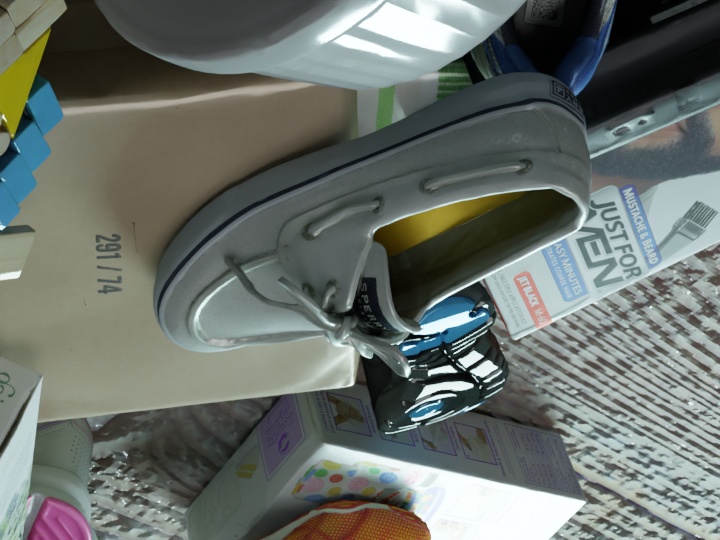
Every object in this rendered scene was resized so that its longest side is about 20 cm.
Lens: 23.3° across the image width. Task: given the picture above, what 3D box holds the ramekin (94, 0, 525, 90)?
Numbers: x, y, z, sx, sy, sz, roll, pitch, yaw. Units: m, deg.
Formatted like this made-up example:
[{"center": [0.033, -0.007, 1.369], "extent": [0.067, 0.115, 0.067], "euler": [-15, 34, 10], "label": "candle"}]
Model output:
[{"center": [-0.005, -0.158, 0.621], "extent": [0.202, 0.203, 0.094], "euler": [-42, 145, 26], "label": "ramekin"}]

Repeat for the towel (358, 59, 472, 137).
[{"center": [0.058, -0.051, 0.885], "extent": [0.199, 0.023, 0.153], "euler": [-6, 137, -10], "label": "towel"}]

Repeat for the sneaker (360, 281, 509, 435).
[{"center": [0.031, 0.023, 0.892], "extent": [0.073, 0.082, 0.200], "euler": [-20, 157, -9], "label": "sneaker"}]

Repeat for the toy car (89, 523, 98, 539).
[{"center": [-0.189, 0.201, 0.977], "extent": [0.183, 0.177, 0.201], "euler": [-2, 124, -39], "label": "toy car"}]

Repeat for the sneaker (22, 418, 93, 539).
[{"center": [-0.219, 0.112, 0.926], "extent": [0.199, 0.089, 0.082], "euler": [-6, 134, 22], "label": "sneaker"}]

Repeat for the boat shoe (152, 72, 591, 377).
[{"center": [0.003, 0.002, 0.689], "extent": [0.201, 0.086, 0.075], "euler": [-23, 136, 19], "label": "boat shoe"}]

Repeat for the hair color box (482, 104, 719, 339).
[{"center": [0.137, -0.060, 0.836], "extent": [0.199, 0.064, 0.111], "euler": [-27, 133, 4], "label": "hair color box"}]

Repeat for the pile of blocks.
[{"center": [-0.165, -0.034, 0.652], "extent": [0.082, 0.062, 0.201], "euler": [-4, 125, -60], "label": "pile of blocks"}]

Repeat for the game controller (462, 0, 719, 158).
[{"center": [0.143, -0.118, 0.775], "extent": [0.199, 0.105, 0.042], "euler": [-22, 139, 6], "label": "game controller"}]

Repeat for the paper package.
[{"center": [-0.096, -0.038, 0.769], "extent": [0.189, 0.104, 0.201], "euler": [-5, 137, -4], "label": "paper package"}]

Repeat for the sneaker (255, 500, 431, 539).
[{"center": [-0.044, 0.183, 0.970], "extent": [0.199, 0.077, 0.073], "euler": [-13, 140, -27], "label": "sneaker"}]

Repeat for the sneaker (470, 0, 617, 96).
[{"center": [0.081, -0.158, 0.680], "extent": [0.076, 0.085, 0.201], "euler": [-1, 110, 1], "label": "sneaker"}]

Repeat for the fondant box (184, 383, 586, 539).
[{"center": [0.015, 0.144, 1.058], "extent": [0.199, 0.058, 0.144], "euler": [15, 130, -33], "label": "fondant box"}]

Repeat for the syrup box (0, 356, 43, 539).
[{"center": [-0.203, 0.119, 0.799], "extent": [0.081, 0.079, 0.201], "euler": [19, 138, 1], "label": "syrup box"}]
